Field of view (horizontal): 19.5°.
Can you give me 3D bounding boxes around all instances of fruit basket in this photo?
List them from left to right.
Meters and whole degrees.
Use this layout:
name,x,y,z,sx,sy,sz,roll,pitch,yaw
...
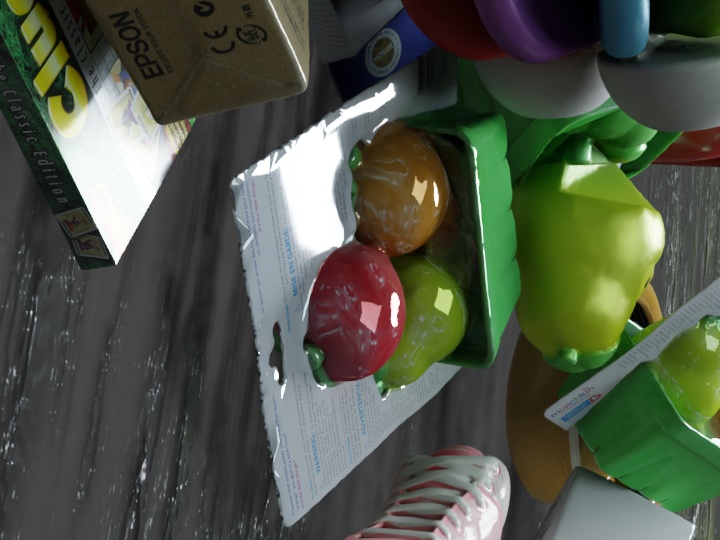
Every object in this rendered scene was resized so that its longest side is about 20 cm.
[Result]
name,x,y,z,sx,sy,sz,roll,pitch,yaw
fruit basket,0.000,0.000,1.058,0.200,0.093,0.187,-34,126,-42
fruit basket,0.132,-0.053,1.187,0.154,0.215,0.218,-20,111,-20
fruit basket,0.220,0.046,1.228,0.185,0.200,0.094,30,19,-51

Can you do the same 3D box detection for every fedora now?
name,x,y,z,sx,sy,sz,roll,pitch,yaw
fedora,0.145,0.091,1.365,0.200,0.081,0.203,0,90,-66

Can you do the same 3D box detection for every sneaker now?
name,x,y,z,sx,sy,sz,roll,pitch,yaw
sneaker,0.030,0.138,1.117,0.200,0.075,0.106,41,56,-67

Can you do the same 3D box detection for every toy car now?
name,x,y,z,sx,sy,sz,roll,pitch,yaw
toy car,0.095,-0.152,0.989,0.149,0.199,0.177,-17,108,-38

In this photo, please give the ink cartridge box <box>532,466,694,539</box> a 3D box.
name,x,y,z,sx,sy,sz,roll,pitch,yaw
ink cartridge box,0.109,0.234,1.198,0.200,0.084,0.145,-58,174,-51

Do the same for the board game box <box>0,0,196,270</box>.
name,x,y,z,sx,sy,sz,roll,pitch,yaw
board game box,-0.127,-0.110,0.865,0.105,0.023,0.201,-64,143,-42

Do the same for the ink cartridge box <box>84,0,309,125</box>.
name,x,y,z,sx,sy,sz,roll,pitch,yaw
ink cartridge box,-0.084,-0.187,0.847,0.201,0.074,0.166,63,18,-48

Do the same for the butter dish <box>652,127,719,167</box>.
name,x,y,z,sx,sy,sz,roll,pitch,yaw
butter dish,0.183,-0.143,1.346,0.148,0.198,0.202,-38,125,-51

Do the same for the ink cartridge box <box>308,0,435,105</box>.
name,x,y,z,sx,sy,sz,roll,pitch,yaw
ink cartridge box,0.032,-0.207,1.081,0.200,0.040,0.201,-45,129,-21
